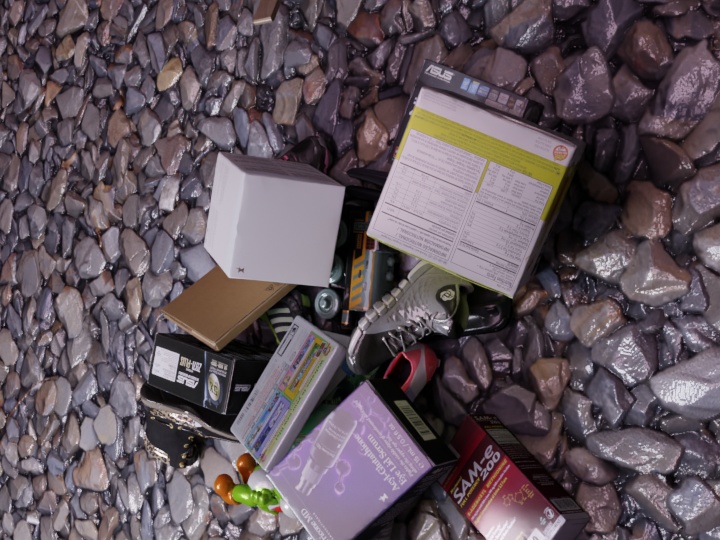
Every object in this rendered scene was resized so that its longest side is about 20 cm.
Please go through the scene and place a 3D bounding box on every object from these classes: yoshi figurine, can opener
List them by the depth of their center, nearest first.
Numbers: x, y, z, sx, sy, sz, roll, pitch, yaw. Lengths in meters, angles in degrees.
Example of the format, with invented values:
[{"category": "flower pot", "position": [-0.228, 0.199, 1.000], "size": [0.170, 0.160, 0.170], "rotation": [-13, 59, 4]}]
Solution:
[{"category": "can opener", "position": [0.039, -0.118, 1.688], "size": [0.200, 0.078, 0.064], "rotation": [31, 106, 52]}, {"category": "yoshi figurine", "position": [-0.133, 0.323, 1.765], "size": [0.199, 0.112, 0.113], "rotation": [4, 81, 40]}]

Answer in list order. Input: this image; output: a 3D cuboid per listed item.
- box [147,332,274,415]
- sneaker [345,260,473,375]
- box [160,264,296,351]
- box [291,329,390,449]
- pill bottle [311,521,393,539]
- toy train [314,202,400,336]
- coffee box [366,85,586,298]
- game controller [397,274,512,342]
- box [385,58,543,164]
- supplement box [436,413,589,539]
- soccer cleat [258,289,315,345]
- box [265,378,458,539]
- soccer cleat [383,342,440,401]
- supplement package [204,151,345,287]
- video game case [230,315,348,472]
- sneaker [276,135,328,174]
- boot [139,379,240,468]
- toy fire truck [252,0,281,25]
[{"category": "box", "position": [-0.209, 0.163, 1.813], "size": [0.199, 0.163, 0.087], "rotation": [14, 94, 42]}, {"category": "sneaker", "position": [0.075, 0.076, 1.541], "size": [0.200, 0.075, 0.115], "rotation": [-50, 49, -6]}, {"category": "box", "position": [-0.197, 0.033, 1.815], "size": [0.200, 0.021, 0.163], "rotation": [-41, 38, -22]}, {"category": "box", "position": [-0.052, 0.189, 1.665], "size": [0.144, 0.036, 0.201], "rotation": [11, 70, 30]}, {"category": "pill bottle", "position": [-0.017, 0.398, 1.642], "size": [0.110, 0.110, 0.201], "rotation": [17, 97, 42]}, {"category": "toy train", "position": [0.000, 0.000, 1.699], "size": [0.114, 0.085, 0.201], "rotation": [5, 88, 33]}, {"category": "coffee box", "position": [0.151, -0.102, 1.443], "size": [0.199, 0.200, 0.199], "rotation": [23, 102, 12]}, {"category": "game controller", "position": [0.128, 0.042, 1.607], "size": [0.199, 0.042, 0.105], "rotation": [-11, 64, 41]}, {"category": "box", "position": [0.143, -0.190, 1.606], "size": [0.200, 0.049, 0.162], "rotation": [31, 104, 39]}, {"category": "supplement box", "position": [0.191, 0.292, 1.497], "size": [0.200, 0.061, 0.109], "rotation": [46, 116, 37]}, {"category": "soccer cleat", "position": [-0.100, 0.082, 1.792], "size": [0.081, 0.067, 0.200], "rotation": [-50, 53, 11]}, {"category": "box", "position": [0.002, 0.261, 1.517], "size": [0.200, 0.104, 0.148], "rotation": [-45, 71, 13]}, {"category": "soccer cleat", "position": [0.044, 0.190, 1.634], "size": [0.067, 0.076, 0.201], "rotation": [40, 111, 39]}, {"category": "supplement package", "position": [-0.131, -0.077, 1.688], "size": [0.200, 0.150, 0.153], "rotation": [-141, 60, -67]}, {"category": "video game case", "position": [-0.105, 0.172, 1.633], "size": [0.201, 0.022, 0.182], "rotation": [-59, 24, -2]}, {"category": "sneaker", "position": [-0.133, -0.144, 1.826], "size": [0.200, 0.095, 0.079], "rotation": [-43, 57, 29]}, {"category": "boot", "position": [-0.276, 0.268, 1.913], "size": [0.199, 0.073, 0.151], "rotation": [17, 133, 4]}, {"category": "toy fire truck", "position": [-0.109, -0.499, 1.840], "size": [0.176, 0.128, 0.201], "rotation": [-5, 93, 42]}]
